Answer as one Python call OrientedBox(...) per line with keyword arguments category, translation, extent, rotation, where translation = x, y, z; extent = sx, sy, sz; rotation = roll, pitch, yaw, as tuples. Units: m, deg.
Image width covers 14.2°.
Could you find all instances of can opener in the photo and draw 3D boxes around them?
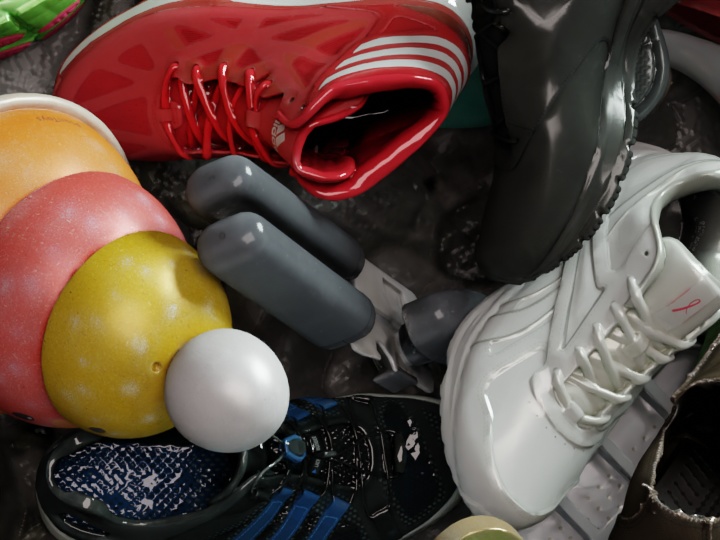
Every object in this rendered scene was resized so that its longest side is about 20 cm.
OrientedBox(category="can opener", translation=(0.000, 0.000, 1.234), extent=(0.067, 0.200, 0.054), rotation=(-21, 63, 18))

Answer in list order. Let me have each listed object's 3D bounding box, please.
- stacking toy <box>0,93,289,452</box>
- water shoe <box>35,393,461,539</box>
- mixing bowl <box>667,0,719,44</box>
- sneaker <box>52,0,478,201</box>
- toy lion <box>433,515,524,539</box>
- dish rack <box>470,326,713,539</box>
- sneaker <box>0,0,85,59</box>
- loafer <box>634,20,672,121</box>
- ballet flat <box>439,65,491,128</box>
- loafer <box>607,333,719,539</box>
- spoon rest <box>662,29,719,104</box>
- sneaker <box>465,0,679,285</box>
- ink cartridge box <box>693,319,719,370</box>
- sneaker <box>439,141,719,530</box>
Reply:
OrientedBox(category="stacking toy", translation=(-0.104, 0.022, 1.191), extent=(0.146, 0.146, 0.200), rotation=(-47, 45, -15))
OrientedBox(category="water shoe", translation=(-0.041, 0.091, 1.260), extent=(0.199, 0.079, 0.072), rotation=(-8, 79, -10))
OrientedBox(category="mixing bowl", translation=(0.199, -0.150, 1.303), extent=(0.199, 0.200, 0.109), rotation=(23, 90, -3))
OrientedBox(category="sneaker", translation=(-0.050, -0.075, 1.248), extent=(0.199, 0.116, 0.079), rotation=(-14, 112, 15))
OrientedBox(category="toy lion", translation=(0.122, 0.198, 1.206), extent=(0.199, 0.069, 0.193), rotation=(-1, 108, -17))
OrientedBox(category="dish rack", translation=(0.160, 0.134, 1.298), extent=(0.200, 0.044, 0.172), rotation=(44, 74, 3))
OrientedBox(category="sneaker", translation=(-0.197, -0.128, 1.289), extent=(0.199, 0.077, 0.084), rotation=(-21, 85, -13))
OrientedBox(category="loafer", translation=(0.074, -0.144, 1.319), extent=(0.072, 0.063, 0.200), rotation=(-46, 74, 13))
OrientedBox(category="ballet flat", translation=(-0.011, -0.119, 1.316), extent=(0.199, 0.070, 0.068), rotation=(20, 72, -4))
OrientedBox(category="loafer", translation=(0.155, 0.069, 1.153), extent=(0.073, 0.072, 0.200), rotation=(22, 41, 11))
OrientedBox(category="spoon rest", translation=(0.178, -0.072, 1.328), extent=(0.199, 0.099, 0.061), rotation=(9, 77, 5))
OrientedBox(category="sneaker", translation=(0.078, -0.094, 1.227), extent=(0.090, 0.076, 0.201), rotation=(17, 91, -21))
OrientedBox(category="ink cartridge box", translation=(0.196, 0.067, 1.266), extent=(0.103, 0.059, 0.201), rotation=(23, 75, -3))
OrientedBox(category="sneaker", translation=(0.106, 0.022, 1.236), extent=(0.078, 0.099, 0.201), rotation=(40, 64, -27))
